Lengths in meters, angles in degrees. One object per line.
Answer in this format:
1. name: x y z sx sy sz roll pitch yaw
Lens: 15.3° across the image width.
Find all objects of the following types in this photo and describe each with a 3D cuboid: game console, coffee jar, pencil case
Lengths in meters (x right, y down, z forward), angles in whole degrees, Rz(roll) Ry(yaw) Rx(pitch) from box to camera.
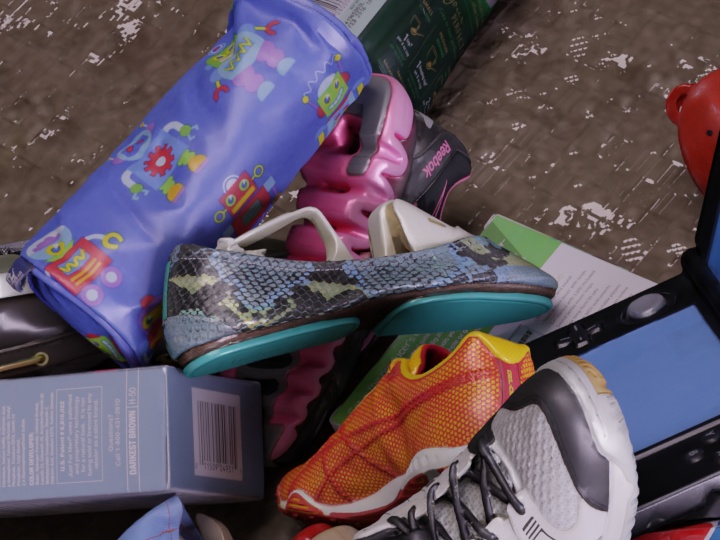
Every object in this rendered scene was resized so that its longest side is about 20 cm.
1. game console: 0.134 0.006 1.161 0.175 0.117 0.200 -24 20 1
2. coffee jar: 0.033 -0.166 1.443 0.085 0.105 0.200 21 61 30
3. pencil case: -0.081 -0.047 1.279 0.087 0.078 0.200 29 74 35

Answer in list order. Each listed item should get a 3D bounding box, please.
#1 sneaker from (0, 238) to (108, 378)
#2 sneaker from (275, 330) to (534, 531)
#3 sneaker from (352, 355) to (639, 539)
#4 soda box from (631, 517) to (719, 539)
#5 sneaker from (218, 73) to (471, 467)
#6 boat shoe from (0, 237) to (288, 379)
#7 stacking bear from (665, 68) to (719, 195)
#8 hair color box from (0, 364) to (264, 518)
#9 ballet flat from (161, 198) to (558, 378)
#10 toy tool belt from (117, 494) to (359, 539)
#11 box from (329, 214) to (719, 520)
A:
1. sneaker: -0.190 0.006 1.379 0.199 0.114 0.076 -27 48 -2
2. sneaker: 0.025 0.079 1.216 0.200 0.073 0.078 -28 50 55
3. sneaker: 0.043 0.114 1.081 0.087 0.201 0.076 -8 53 -29
4. soda box: 0.147 0.138 1.114 0.199 0.064 0.068 -11 85 43
5. sneaker: 0.000 0.008 1.332 0.079 0.095 0.201 18 85 45
6. boat shoe: -0.120 0.019 1.344 0.200 0.061 0.072 -6 10 -22
7. stacking bear: 0.249 -0.087 1.295 0.199 0.122 0.114 -20 11 18
8. hair color box: -0.156 0.086 1.289 0.198 0.099 0.061 -6 80 24
9. ballet flat: 0.000 0.000 1.245 0.199 0.075 0.074 -8 41 -28
10. toy tool belt: -0.096 0.159 1.215 0.200 0.125 0.123 -39 58 -13
11. box: 0.103 0.065 1.274 0.199 0.036 0.145 26 65 34
